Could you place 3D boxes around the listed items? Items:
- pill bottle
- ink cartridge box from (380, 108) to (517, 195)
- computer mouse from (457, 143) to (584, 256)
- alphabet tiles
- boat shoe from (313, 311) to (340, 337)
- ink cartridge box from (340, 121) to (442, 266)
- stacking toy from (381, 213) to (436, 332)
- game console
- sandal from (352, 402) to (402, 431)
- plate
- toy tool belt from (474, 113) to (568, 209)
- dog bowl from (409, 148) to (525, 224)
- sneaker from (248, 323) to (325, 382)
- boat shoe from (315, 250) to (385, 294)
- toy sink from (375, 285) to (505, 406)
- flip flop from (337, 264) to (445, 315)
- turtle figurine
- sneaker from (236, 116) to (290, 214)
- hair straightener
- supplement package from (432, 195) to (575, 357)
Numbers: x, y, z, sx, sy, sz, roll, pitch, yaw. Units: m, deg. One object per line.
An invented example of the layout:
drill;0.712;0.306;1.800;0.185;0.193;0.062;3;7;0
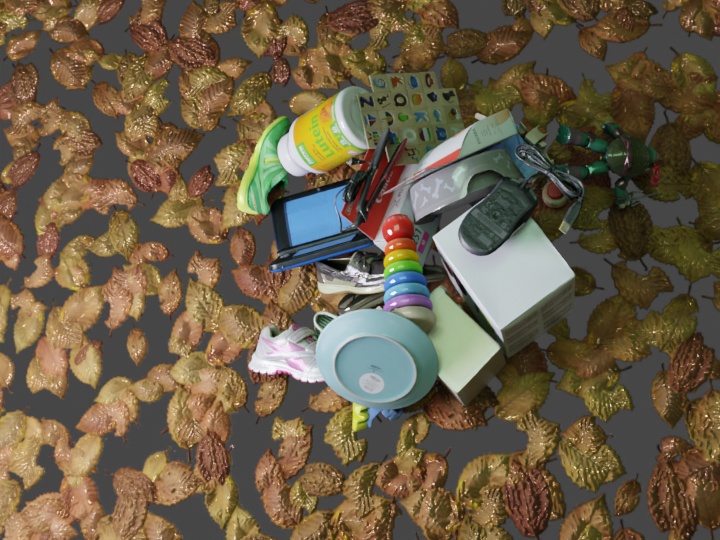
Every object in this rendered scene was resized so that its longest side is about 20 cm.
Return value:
pill bottle;-0.059;-0.241;1.658;0.199;0.110;0.113;-22;64;45
ink cartridge box;0.136;-0.193;1.515;0.198;0.162;0.051;-22;90;-27
computer mouse;0.248;-0.082;1.404;0.140;0.046;0.201;34;78;15
alphabet tiles;0.091;-0.267;1.614;0.197;0.006;0.169;-8;78;-24
boat shoe;0.000;0.132;1.593;0.198;0.062;0.073;24;80;18
ink cartridge box;0.070;-0.132;1.591;0.043;0.173;0.202;-6;54;49
stacking toy;0.070;-0.001;1.479;0.084;0.086;0.203;-10;63;10
game console;-0.072;-0.087;1.654;0.197;0.171;0.120;-16;97;8
sandal;0.034;0.177;1.536;0.085;0.203;0.080;4;29;-2
plate;0.024;0.148;1.447;0.196;0.203;0.026;-3;33;12
toy tool belt;0.277;-0.191;1.597;0.200;0.123;0.125;41;85;20
dog bowl;0.171;-0.139;1.528;0.197;0.200;0.060;-22;85;5
sneaker;-0.100;0.140;1.588;0.197;0.081;0.090;7;93;19
boat shoe;0.000;0.000;1.594;0.197;0.073;0.066;-8;112;33
toy sink;0.136;0.108;1.535;0.112;0.130;0.200;-45;68;-4
flip flop;0.057;0.043;1.608;0.197;0.081;0.058;-25;107;-3
turtle figurine;0.426;-0.188;1.550;0.196;0.101;0.153;3;74;-16
sneaker;-0.169;-0.193;1.739;0.082;0.074;0.203;21;75;-6
hair straightener;0.004;-0.153;1.531;0.076;0.041;0.202;30;75;-10
supplement package;0.237;0.007;1.505;0.146;0.200;0.192;-35;68;0
